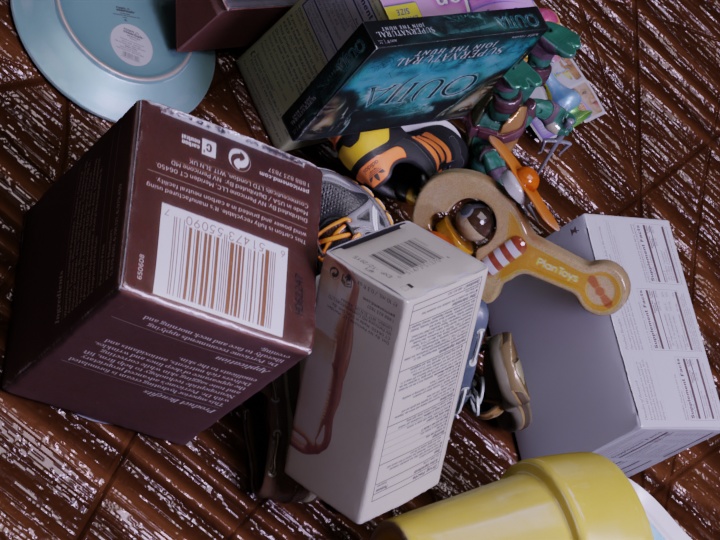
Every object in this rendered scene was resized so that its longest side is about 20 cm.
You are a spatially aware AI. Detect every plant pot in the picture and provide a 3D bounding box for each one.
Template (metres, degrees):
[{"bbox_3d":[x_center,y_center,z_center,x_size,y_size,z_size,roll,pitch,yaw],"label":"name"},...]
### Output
[{"bbox_3d":[0.113,0.254,1.617,0.188,0.201,0.202,-4,68,-22],"label":"plant pot"}]

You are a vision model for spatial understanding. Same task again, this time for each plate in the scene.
[{"bbox_3d":[-0.205,-0.218,1.731,0.199,0.026,0.201,19,55,-30],"label":"plate"}]

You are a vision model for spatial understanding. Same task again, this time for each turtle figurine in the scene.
[{"bbox_3d":[0.142,-0.129,1.862,0.100,0.201,0.150,21,50,8],"label":"turtle figurine"}]

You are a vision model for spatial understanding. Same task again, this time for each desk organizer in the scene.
[{"bbox_3d":[-0.086,-0.245,1.782,0.199,0.077,0.072,-12,73,-50],"label":"desk organizer"}]

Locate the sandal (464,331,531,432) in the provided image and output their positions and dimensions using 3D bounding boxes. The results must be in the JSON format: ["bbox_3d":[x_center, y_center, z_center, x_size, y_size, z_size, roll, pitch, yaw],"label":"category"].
[{"bbox_3d":[0.110,0.097,1.717,0.054,0.200,0.081,-19,79,0],"label":"sandal"}]

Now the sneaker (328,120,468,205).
[{"bbox_3d":[0.043,-0.090,1.790,0.200,0.070,0.090,13,44,-58],"label":"sneaker"}]

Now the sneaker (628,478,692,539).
[{"bbox_3d":[0.266,0.273,1.810,0.200,0.074,0.082,45,77,-16],"label":"sneaker"}]

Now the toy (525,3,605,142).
[{"bbox_3d":[0.170,-0.232,2.011,0.115,0.047,0.201,-27,85,-45],"label":"toy"}]

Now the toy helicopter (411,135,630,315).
[{"bbox_3d":[0.140,-0.027,1.717,0.199,0.133,0.079,25,16,8],"label":"toy helicopter"}]

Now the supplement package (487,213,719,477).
[{"bbox_3d":[0.212,0.074,1.803,0.110,0.156,0.201,4,64,-37],"label":"supplement package"}]

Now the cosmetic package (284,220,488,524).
[{"bbox_3d":[0.018,0.077,1.534,0.087,0.201,0.103,30,32,31],"label":"cosmetic package"}]

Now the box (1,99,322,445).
[{"bbox_3d":[-0.150,0.006,1.532,0.165,0.200,0.165,20,56,-28],"label":"box"}]

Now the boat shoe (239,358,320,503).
[{"bbox_3d":[-0.077,0.088,1.633,0.074,0.075,0.204,-3,67,-29],"label":"boat shoe"}]

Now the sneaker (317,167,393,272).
[{"bbox_3d":[0.000,0.000,1.720,0.201,0.078,0.077,57,18,2],"label":"sneaker"}]

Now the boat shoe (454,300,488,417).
[{"bbox_3d":[0.067,0.088,1.659,0.061,0.201,0.075,-13,51,-15],"label":"boat shoe"}]

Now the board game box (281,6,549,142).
[{"bbox_3d":[0.046,-0.163,1.668,0.199,0.135,0.028,-11,66,-40],"label":"board game box"}]

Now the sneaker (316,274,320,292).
[{"bbox_3d":[-0.016,0.098,1.672,0.070,0.080,0.202,2,88,-48],"label":"sneaker"}]

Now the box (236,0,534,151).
[{"bbox_3d":[0.022,-0.203,1.778,0.175,0.200,0.097,-16,77,-41],"label":"box"}]
